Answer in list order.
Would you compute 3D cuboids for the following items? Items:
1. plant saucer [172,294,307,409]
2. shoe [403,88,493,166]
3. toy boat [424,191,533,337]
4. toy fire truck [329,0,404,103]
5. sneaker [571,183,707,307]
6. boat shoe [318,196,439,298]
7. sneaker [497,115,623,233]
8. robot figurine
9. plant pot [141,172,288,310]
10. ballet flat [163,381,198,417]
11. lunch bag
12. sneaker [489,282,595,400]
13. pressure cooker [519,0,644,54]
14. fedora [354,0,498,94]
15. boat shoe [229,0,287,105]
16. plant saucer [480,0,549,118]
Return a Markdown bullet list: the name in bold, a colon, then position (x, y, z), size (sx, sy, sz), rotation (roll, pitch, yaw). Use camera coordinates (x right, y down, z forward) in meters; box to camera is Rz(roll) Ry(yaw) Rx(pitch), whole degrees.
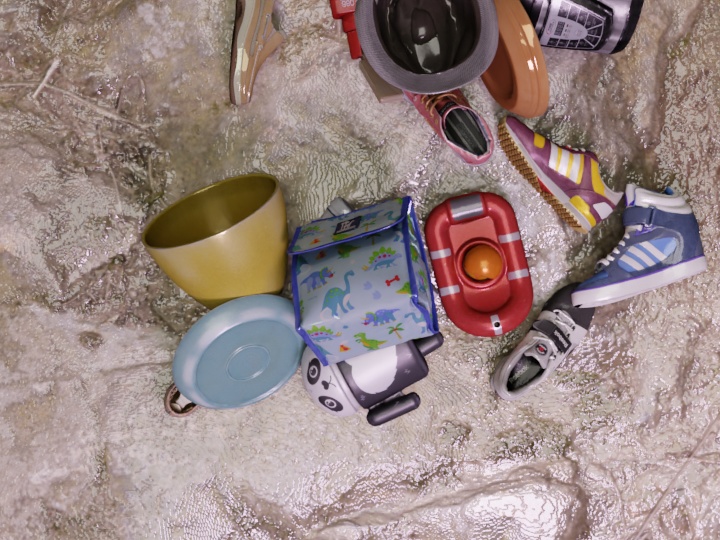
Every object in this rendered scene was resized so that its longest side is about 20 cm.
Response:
- **plant saucer**: position (-0.157, 0.119, 1.626), size (0.200, 0.200, 0.027), rotation (-38, 48, 3)
- **shoe**: position (0.115, -0.230, 1.640), size (0.071, 0.091, 0.200), rotation (-38, 90, 3)
- **toy boat**: position (0.165, -0.007, 1.628), size (0.130, 0.131, 0.200), rotation (-15, 91, 3)
- **toy fire truck**: position (0.053, -0.332, 1.625), size (0.176, 0.129, 0.200), rotation (-10, 96, 1)
- **sneaker**: position (0.366, -0.041, 1.640), size (0.200, 0.081, 0.147), rotation (-17, 81, -3)
- **boat shoe**: position (0.020, -0.015, 1.669), size (0.200, 0.074, 0.067), rotation (44, 100, 12)
- **sneaker**: position (0.275, -0.150, 1.655), size (0.090, 0.075, 0.200), rotation (-41, 97, -5)
- **robot figurine**: position (0.015, 0.118, 1.639), size (0.200, 0.125, 0.150), rotation (-28, 47, 2)
- **plant pot**: position (-0.176, -0.023, 1.624), size (0.200, 0.200, 0.142), rotation (-22, 114, 2)
- **ballet flat**: position (-0.200, 0.134, 1.676), size (0.068, 0.067, 0.200), rotation (41, 92, 0)
- **lunch bag**: position (0.000, 0.000, 1.570), size (0.170, 0.127, 0.200), rotation (-15, 51, 12)
- **sneaker**: position (0.260, 0.104, 1.652), size (0.074, 0.089, 0.200), rotation (37, 91, 2)
- **pressure cooker**: position (0.267, -0.383, 1.589), size (0.200, 0.179, 0.176), rotation (10, 97, -3)
- **fedora**: position (0.083, -0.308, 1.530), size (0.177, 0.090, 0.200), rotation (-22, 80, -2)
- **boat shoe**: position (-0.139, -0.327, 1.660), size (0.076, 0.072, 0.200), rotation (7, 92, -10)
- **plant saucer**: position (0.186, -0.292, 1.581), size (0.037, 0.200, 0.200), rotation (-25, 91, -9)
